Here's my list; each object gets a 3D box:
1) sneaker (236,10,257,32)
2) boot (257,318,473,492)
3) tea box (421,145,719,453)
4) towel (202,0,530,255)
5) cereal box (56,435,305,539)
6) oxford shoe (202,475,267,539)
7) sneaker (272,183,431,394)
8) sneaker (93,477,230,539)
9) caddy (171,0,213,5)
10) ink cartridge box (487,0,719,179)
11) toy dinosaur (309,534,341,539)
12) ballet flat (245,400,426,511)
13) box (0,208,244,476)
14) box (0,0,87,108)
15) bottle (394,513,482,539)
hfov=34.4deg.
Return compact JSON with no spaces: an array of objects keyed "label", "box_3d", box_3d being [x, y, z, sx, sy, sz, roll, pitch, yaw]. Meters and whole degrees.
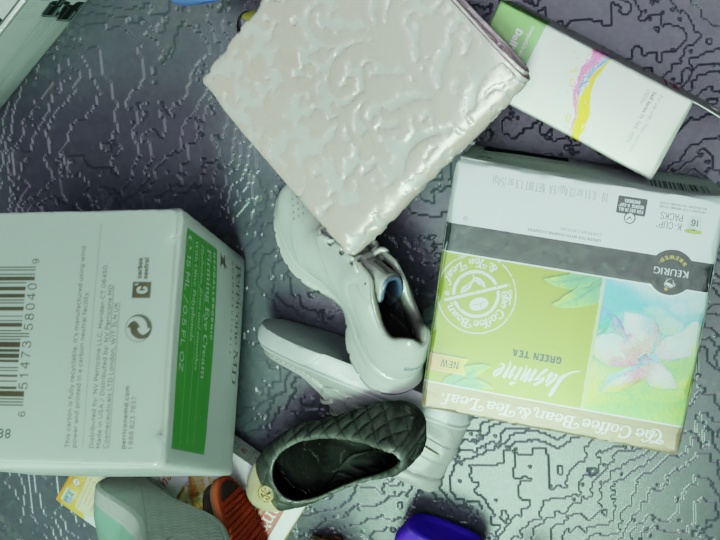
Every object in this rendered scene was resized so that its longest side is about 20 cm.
[{"label":"sneaker","box_3d":[-0.018,-0.152,0.959,0.200,0.078,0.090,43,80,7]},{"label":"boot","box_3d":[-0.008,0.119,0.998,0.198,0.074,0.096,24,104,9]},{"label":"tea box","box_3d":[0.164,0.016,0.913,0.198,0.134,0.199,9,102,9]},{"label":"towel","box_3d":[-0.002,-0.144,0.873,0.191,0.032,0.200,49,118,6]},{"label":"cereal box","box_3d":[-0.160,0.205,1.061,0.199,0.040,0.145,33,105,4]},{"label":"oxford shoe","box_3d":[-0.119,0.279,1.013,0.072,0.071,0.202,-8,97,21]},{"label":"sneaker","box_3d":[0.000,0.000,0.948,0.074,0.087,0.201,-28,75,-28]},{"label":"sneaker","box_3d":[-0.164,0.260,0.976,0.200,0.073,0.119,21,114,53]},{"label":"caddy","box_3d":[-0.070,-0.274,0.905,0.199,0.141,0.106,-25,91,15]},{"label":"ink cartridge box","box_3d":[0.185,-0.131,0.890,0.199,0.117,0.068,29,107,6]},{"label":"toy dinosaur","box_3d":[-0.021,0.310,0.984,0.060,0.105,0.202,-46,45,42]},{"label":"ballet flat","box_3d":[-0.029,0.157,0.961,0.199,0.057,0.067,-30,99,35]},{"label":"box","box_3d":[-0.214,0.066,0.951,0.198,0.171,0.201,0,78,11]},{"label":"box","box_3d":[-0.308,-0.205,0.978,0.060,0.117,0.200,44,104,1]},{"label":"bottle","box_3d":[0.047,0.319,1.026,0.083,0.065,0.202,18,103,13]}]
